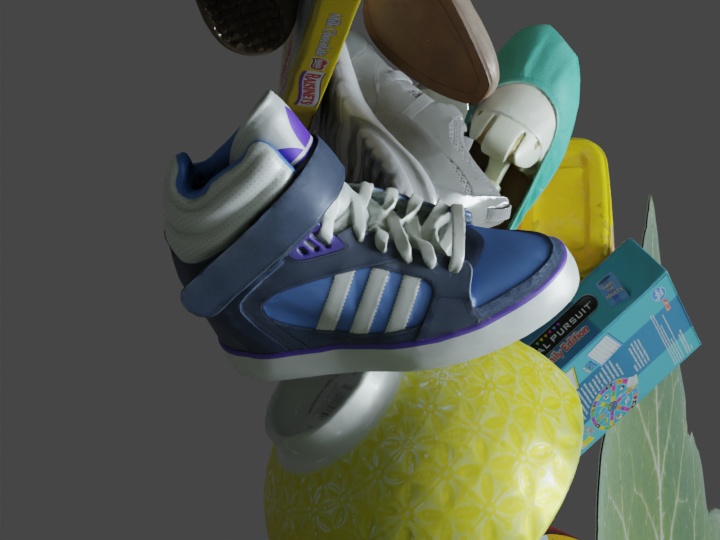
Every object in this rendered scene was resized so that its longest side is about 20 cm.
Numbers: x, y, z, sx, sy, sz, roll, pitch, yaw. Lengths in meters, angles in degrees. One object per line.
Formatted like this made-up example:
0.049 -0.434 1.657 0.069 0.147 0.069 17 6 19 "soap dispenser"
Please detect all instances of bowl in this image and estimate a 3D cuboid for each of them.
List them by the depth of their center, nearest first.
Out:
0.011 0.094 0.841 0.108 0.200 0.200 44 42 -25 "bowl"

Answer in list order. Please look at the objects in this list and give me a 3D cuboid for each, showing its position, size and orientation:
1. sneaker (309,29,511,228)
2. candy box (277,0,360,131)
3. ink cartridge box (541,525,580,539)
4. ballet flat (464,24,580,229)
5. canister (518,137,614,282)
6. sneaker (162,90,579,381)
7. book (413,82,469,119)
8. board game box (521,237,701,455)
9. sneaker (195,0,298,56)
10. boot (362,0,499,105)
0.023 -0.076 0.907 0.200 0.082 0.075 -114 -151 -44 "sneaker"
-0.020 -0.160 0.839 0.200 0.026 0.102 123 -29 -71 "candy box"
0.152 0.245 1.059 0.200 0.175 0.084 -29 144 -86 "ink cartridge box"
0.081 -0.056 0.943 0.200 0.067 0.070 -66 173 10 "ballet flat"
0.178 0.000 1.303 0.200 0.086 0.149 72 19 -56 "canister"
-0.002 -0.026 0.768 0.081 0.200 0.147 -80 154 -55 "sneaker"
0.091 -0.061 1.206 0.134 0.048 0.200 -48 132 -65 "book"
0.172 0.084 1.220 0.047 0.200 0.151 47 -1 33 "board game box"
-0.080 -0.213 0.799 0.076 0.070 0.200 -90 170 -55 "sneaker"
0.050 -0.202 0.980 0.200 0.070 0.146 50 42 9 "boot"
